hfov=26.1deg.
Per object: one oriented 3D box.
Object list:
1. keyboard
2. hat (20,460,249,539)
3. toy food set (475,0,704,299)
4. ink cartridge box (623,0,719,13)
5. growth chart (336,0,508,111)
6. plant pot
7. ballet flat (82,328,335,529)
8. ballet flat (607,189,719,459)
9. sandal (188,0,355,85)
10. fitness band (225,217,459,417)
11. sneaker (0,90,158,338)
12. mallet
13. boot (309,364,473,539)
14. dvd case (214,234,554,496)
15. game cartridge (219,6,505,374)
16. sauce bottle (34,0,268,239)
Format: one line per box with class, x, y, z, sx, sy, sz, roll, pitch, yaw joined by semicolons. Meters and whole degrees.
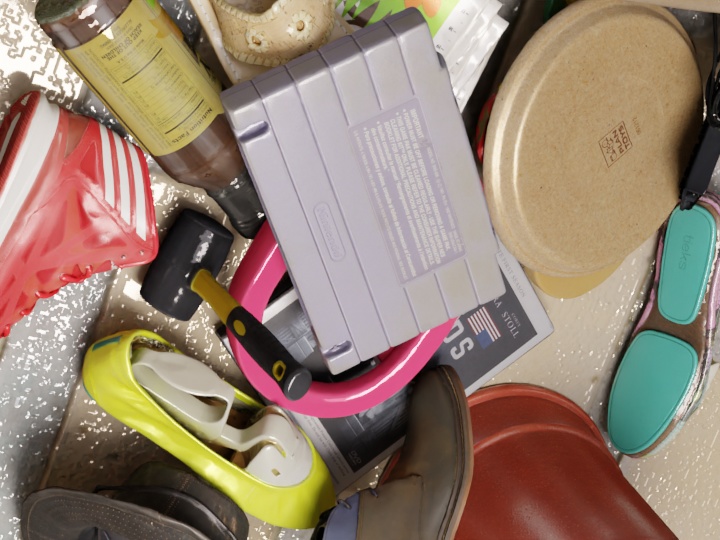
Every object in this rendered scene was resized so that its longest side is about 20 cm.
keyboard;0.243;-0.144;1.030;0.039;0.104;0.202;21;83;7
hat;-0.123;0.175;0.991;0.201;0.199;0.081;50;47;-27
toy food set;0.156;-0.090;1.037;0.199;0.049;0.200;-53;129;-6
ink cartridge box;0.179;-0.261;0.928;0.163;0.075;0.203;1;106;-22
growth chart;0.017;-0.134;0.982;0.143;0.018;0.202;22;98;-15
plant pot;0.131;0.208;1.056;0.198;0.195;0.204;-7;111;-20
ballet flat;-0.085;0.100;0.984;0.199;0.067;0.067;35;136;-17
ballet flat;0.235;0.040;1.121;0.071;0.069;0.203;-4;111;-48
sandal;-0.057;-0.153;0.884;0.077;0.070;0.213;-38;93;-6
fitness band;0.000;0.000;0.981;0.143;0.037;0.201;27;104;-29
sneaker;-0.185;0.006;0.927;0.114;0.078;0.202;21;100;-25
mallet;-0.071;0.016;0.909;0.041;0.199;0.067;24;92;-33
boot;0.016;0.146;0.994;0.096;0.075;0.202;12;61;-14
dvd case;0.020;0.040;1.051;0.199;0.025;0.151;-36;117;-7
game cartridge;0.008;-0.044;0.915;0.129;0.038;0.202;-27;127;-10
sauce bottle;-0.111;-0.097;0.927;0.065;0.065;0.200;-41;127;-4
